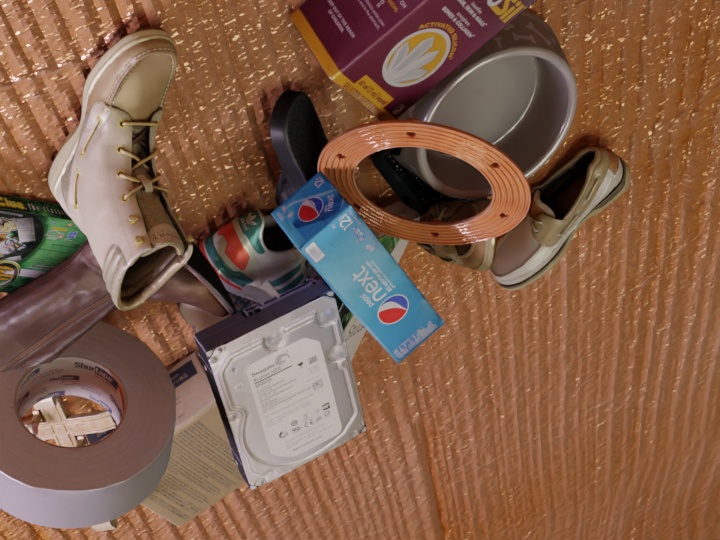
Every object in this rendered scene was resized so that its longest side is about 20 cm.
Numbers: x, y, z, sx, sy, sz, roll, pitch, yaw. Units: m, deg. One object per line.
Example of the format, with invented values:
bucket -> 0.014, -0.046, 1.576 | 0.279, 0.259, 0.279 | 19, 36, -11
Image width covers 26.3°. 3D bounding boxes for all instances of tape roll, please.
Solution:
tape roll -> -0.276, 0.142, 1.465 | 0.199, 0.201, 0.066 | -16, 146, -24

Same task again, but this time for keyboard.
keyboard -> 0.091, -0.093, 1.613 | 0.104, 0.040, 0.200 | -35, 150, 7

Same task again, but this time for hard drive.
hard drive -> -0.074, 0.113, 1.518 | 0.139, 0.038, 0.201 | -25, 131, -15

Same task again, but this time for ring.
ring -> 0.059, -0.083, 1.420 | 0.199, 0.019, 0.201 | 8, 151, 5

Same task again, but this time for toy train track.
toy train track -> -0.301, 0.204, 1.611 | 0.114, 0.033, 0.201 | -9, 124, 13

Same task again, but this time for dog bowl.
dog bowl -> 0.122, -0.155, 1.494 | 0.199, 0.059, 0.201 | -17, 136, -17

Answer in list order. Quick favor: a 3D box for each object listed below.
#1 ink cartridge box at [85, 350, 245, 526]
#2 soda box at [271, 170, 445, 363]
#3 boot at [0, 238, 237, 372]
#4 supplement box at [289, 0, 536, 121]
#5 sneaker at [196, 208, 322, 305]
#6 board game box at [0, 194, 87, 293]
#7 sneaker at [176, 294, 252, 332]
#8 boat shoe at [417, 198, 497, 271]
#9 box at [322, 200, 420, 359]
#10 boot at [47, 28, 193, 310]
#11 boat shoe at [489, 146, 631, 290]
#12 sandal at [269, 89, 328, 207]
ink cartridge box -> -0.195, 0.193, 1.736 | 0.164, 0.075, 0.200 | -35, 148, 3
soda box -> 0.000, 0.000, 1.461 | 0.064, 0.068, 0.200 | -40, 133, -1
boot -> -0.238, 0.041, 1.436 | 0.200, 0.064, 0.186 | -39, 132, 7
supplement box -> 0.056, -0.234, 1.328 | 0.200, 0.086, 0.110 | -39, 149, 12
sneaker -> -0.071, -0.011, 1.554 | 0.093, 0.071, 0.199 | -38, 147, 22
board game box -> -0.310, -0.021, 1.373 | 0.200, 0.024, 0.105 | 10, 129, -49
sneaker -> -0.133, 0.069, 1.616 | 0.072, 0.073, 0.200 | -29, 148, 0
boat shoe -> 0.097, -0.037, 1.576 | 0.064, 0.072, 0.200 | 9, 175, -8
box -> -0.013, 0.031, 1.598 | 0.201, 0.036, 0.144 | -66, 166, 21
boot -> -0.181, -0.082, 1.268 | 0.072, 0.155, 0.200 | -2, 139, -40
boat shoe -> 0.212, -0.064, 1.739 | 0.200, 0.075, 0.068 | -48, 141, 13
sandal -> -0.056, -0.092, 1.463 | 0.201, 0.048, 0.075 | 74, 35, -45
